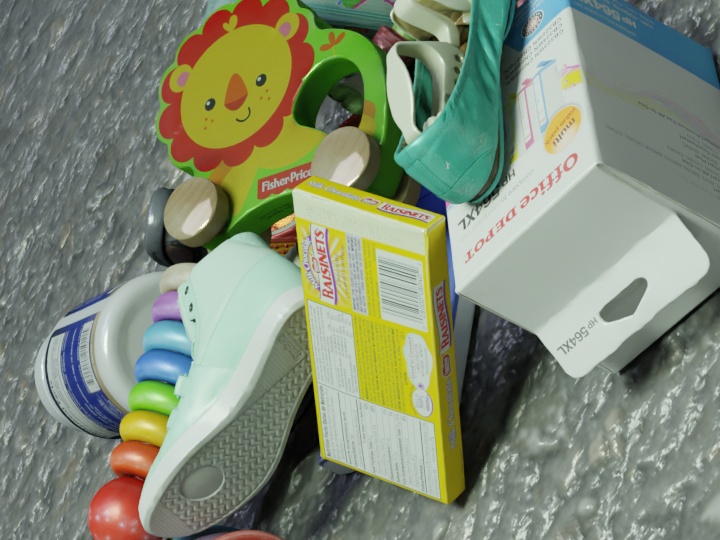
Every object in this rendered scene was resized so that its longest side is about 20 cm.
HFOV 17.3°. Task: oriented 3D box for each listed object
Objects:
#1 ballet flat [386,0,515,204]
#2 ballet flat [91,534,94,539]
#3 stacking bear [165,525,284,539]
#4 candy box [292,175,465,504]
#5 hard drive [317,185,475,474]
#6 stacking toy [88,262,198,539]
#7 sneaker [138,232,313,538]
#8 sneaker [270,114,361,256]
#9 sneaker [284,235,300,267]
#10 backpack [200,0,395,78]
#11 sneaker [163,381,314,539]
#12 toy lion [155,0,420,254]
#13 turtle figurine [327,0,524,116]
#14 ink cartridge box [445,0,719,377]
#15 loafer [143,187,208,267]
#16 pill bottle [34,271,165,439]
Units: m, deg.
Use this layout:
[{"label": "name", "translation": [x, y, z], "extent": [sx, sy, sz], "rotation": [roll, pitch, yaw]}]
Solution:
[{"label": "ballet flat", "translation": [0.051, -0.130, 1.382], "extent": [0.067, 0.070, 0.200], "rotation": [-38, 36, 41]}, {"label": "ballet flat", "translation": [-0.131, 0.152, 1.738], "extent": [0.200, 0.068, 0.068], "rotation": [-51, 35, 24]}, {"label": "stacking bear", "translation": [-0.111, 0.229, 1.602], "extent": [0.200, 0.121, 0.114], "rotation": [-12, 59, 66]}, {"label": "candy box", "translation": [0.012, 0.045, 1.448], "extent": [0.102, 0.200, 0.026], "rotation": [20, 39, 35]}, {"label": "hard drive", "translation": [0.032, 0.029, 1.603], "extent": [0.132, 0.025, 0.200], "rotation": [-27, 44, 49]}, {"label": "stacking toy", "translation": [-0.131, 0.098, 1.597], "extent": [0.085, 0.085, 0.200], "rotation": [-13, 49, 57]}, {"label": "sneaker", "translation": [-0.095, 0.072, 1.548], "extent": [0.201, 0.074, 0.118], "rotation": [-57, 41, 13]}, {"label": "sneaker", "translation": [-0.031, -0.040, 1.748], "extent": [0.200, 0.073, 0.077], "rotation": [-44, 11, 26]}, {"label": "sneaker", "translation": [0.000, 0.000, 1.579], "extent": [0.090, 0.067, 0.200], "rotation": [-61, 24, 17]}, {"label": "backpack", "translation": [-0.022, -0.221, 1.755], "extent": [0.200, 0.175, 0.154], "rotation": [21, 102, 62]}, {"label": "sneaker", "translation": [-0.089, 0.105, 1.649], "extent": [0.200, 0.072, 0.083], "rotation": [-51, 12, -9]}, {"label": "toy lion", "translation": [-0.056, -0.107, 1.599], "extent": [0.200, 0.069, 0.192], "rotation": [-16, 60, 33]}, {"label": "turtle figurine", "translation": [0.062, -0.177, 1.599], "extent": [0.194, 0.144, 0.200], "rotation": [-61, 23, 10]}, {"label": "ink cartridge box", "translation": [0.135, -0.050, 1.380], "extent": [0.129, 0.125, 0.200], "rotation": [-45, 32, 32]}, {"label": "loafer", "translation": [-0.112, -0.022, 1.801], "extent": [0.200, 0.063, 0.072], "rotation": [26, -109, -79]}, {"label": "pill bottle", "translation": [-0.179, 0.070, 1.832], "extent": [0.200, 0.116, 0.116], "rotation": [-19, 51, 64]}]
